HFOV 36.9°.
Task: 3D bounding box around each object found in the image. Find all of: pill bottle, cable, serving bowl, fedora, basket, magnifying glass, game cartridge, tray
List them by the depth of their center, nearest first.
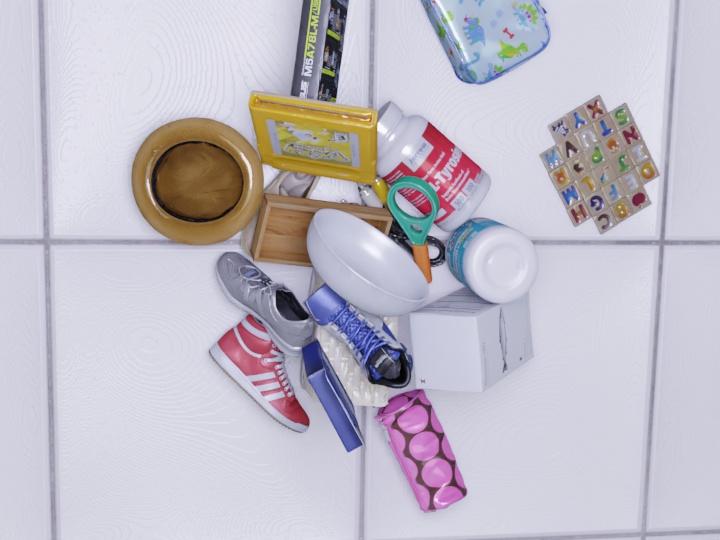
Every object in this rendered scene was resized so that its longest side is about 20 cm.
[{"bbox_3d":[-0.062,-0.181,1.514,0.174,0.200,0.033,10,70,4],"label":"game cartridge"},{"bbox_3d":[0.000,0.000,1.539,0.199,0.201,0.066,33,111,-12],"label":"serving bowl"},{"bbox_3d":[-0.238,-0.135,1.611,0.198,0.082,0.204,1,100,3],"label":"fedora"},{"bbox_3d":[-0.059,-0.055,1.628,0.197,0.037,0.100,6,119,-22],"label":"tray"},{"bbox_3d":[0.191,-0.020,1.636,0.109,0.200,0.112,-1,98,-8],"label":"pill bottle"},{"bbox_3d":[0.093,-0.161,1.644,0.199,0.112,0.113,39,92,-12],"label":"pill bottle"},{"bbox_3d":[0.087,-0.059,1.649,0.079,0.023,0.202,9,136,22],"label":"magnifying glass"},{"bbox_3d":[-0.016,0.102,1.663,0.134,0.123,0.203,5,98,-9],"label":"basket"},{"bbox_3d":[0.049,-0.062,1.684,0.200,0.050,0.097,44,90,-13],"label":"cable"}]

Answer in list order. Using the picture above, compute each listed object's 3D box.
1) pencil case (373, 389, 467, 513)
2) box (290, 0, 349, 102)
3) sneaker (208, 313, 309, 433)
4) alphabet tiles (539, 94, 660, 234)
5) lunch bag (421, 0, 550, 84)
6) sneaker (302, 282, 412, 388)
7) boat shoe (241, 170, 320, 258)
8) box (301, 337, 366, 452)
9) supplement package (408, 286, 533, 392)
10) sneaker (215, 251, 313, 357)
[{"bbox_3d":[0.096,0.293,1.731,0.093,0.090,0.202,-34,103,-38],"label":"pencil case"},{"bbox_3d":[-0.056,-0.324,1.550,0.047,0.200,0.196,11,99,5],"label":"box"},{"bbox_3d":[-0.129,0.155,1.682,0.200,0.071,0.113,44,94,-10],"label":"sneaker"},{"bbox_3d":[0.387,-0.170,1.741,0.165,0.006,0.202,-30,102,-3],"label":"alphabet tiles"},{"bbox_3d":[0.189,-0.395,1.637,0.160,0.082,0.201,-30,102,-2],"label":"lunch bag"},{"bbox_3d":[0.012,0.097,1.544,0.081,0.115,0.199,-44,102,0],"label":"sneaker"},{"bbox_3d":[-0.117,-0.105,1.645,0.072,0.065,0.201,34,93,-12],"label":"boat shoe"},{"bbox_3d":[-0.039,0.175,1.507,0.032,0.200,0.122,-28,102,-1],"label":"box"},{"bbox_3d":[0.172,0.100,1.640,0.116,0.199,0.119,1,103,32],"label":"supplement package"},{"bbox_3d":[-0.136,0.034,1.627,0.200,0.075,0.082,42,136,14],"label":"sneaker"}]
